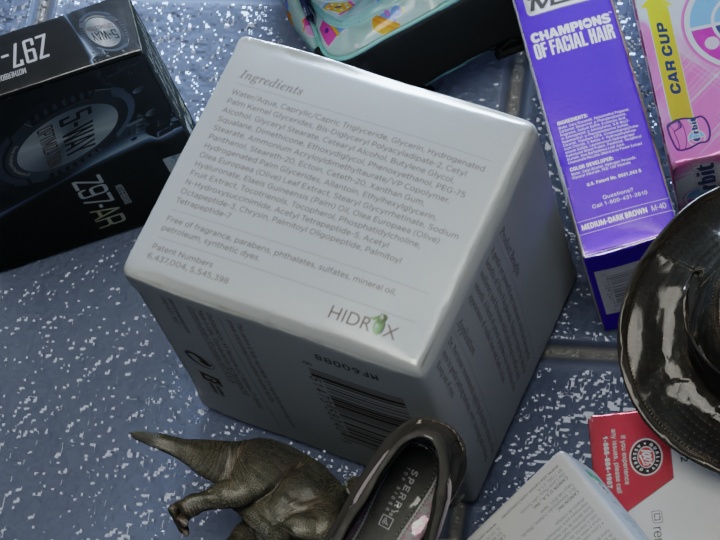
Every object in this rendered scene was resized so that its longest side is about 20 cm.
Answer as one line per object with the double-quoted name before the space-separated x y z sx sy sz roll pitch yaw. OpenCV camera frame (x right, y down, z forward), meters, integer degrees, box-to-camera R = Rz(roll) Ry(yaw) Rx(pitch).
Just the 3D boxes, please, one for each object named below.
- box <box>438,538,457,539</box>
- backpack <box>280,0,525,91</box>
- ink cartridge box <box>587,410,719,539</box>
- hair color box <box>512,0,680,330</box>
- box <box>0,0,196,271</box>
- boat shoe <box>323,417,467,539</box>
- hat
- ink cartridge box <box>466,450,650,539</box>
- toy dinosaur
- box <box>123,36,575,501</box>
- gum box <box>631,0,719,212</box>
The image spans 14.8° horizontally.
"box" -0.017 0.220 1.625 0.200 0.041 0.119 -1 64 9
"backpack" 0.016 -0.227 1.774 0.176 0.153 0.200 -30 55 3
"ink cartridge box" 0.238 0.148 1.577 0.200 0.083 0.147 -9 62 9
"hair color box" 0.147 -0.078 1.692 0.065 0.109 0.200 -17 63 4
"box" -0.188 -0.081 1.717 0.160 0.200 0.044 -18 62 3
"boat shoe" -0.001 0.172 1.524 0.067 0.057 0.200 25 89 9
"hat" 0.239 0.017 1.539 0.201 0.081 0.201 -2 65 4
"ink cartridge box" 0.115 0.223 1.510 0.161 0.050 0.200 -44 58 10
"toy dinosaur" -0.046 0.140 1.623 0.200 0.077 0.102 21 45 33
"box" 0.000 0.000 1.636 0.200 0.199 0.171 19 70 20
"gum box" 0.233 -0.147 1.729 0.113 0.066 0.200 -12 62 5
